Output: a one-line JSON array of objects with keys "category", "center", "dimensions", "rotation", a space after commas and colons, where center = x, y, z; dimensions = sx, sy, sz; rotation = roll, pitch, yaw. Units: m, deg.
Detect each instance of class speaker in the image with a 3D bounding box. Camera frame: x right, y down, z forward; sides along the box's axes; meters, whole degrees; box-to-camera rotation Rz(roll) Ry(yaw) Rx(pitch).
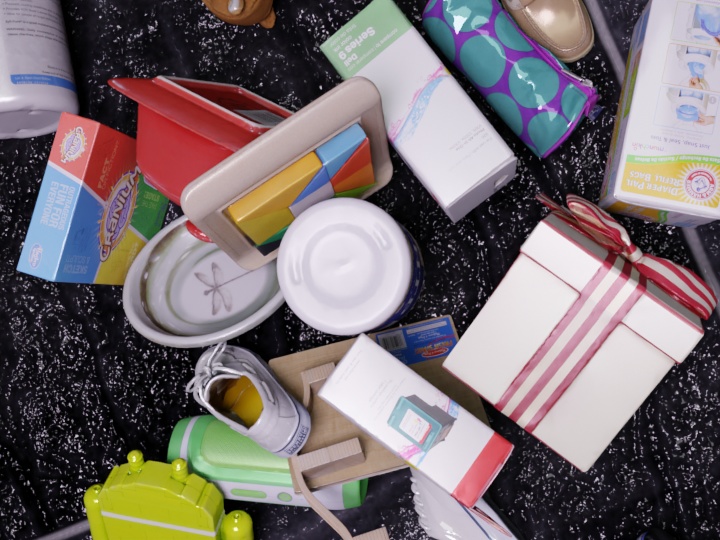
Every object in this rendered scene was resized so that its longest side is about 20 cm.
[{"category": "speaker", "center": [-0.093, 0.198, 0.894], "dimensions": [0.199, 0.088, 0.089], "rotation": [3, 88, 9]}]

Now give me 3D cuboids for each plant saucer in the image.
[{"category": "plant saucer", "center": [-0.146, 0.010, 0.899], "dimensions": [0.199, 0.050, 0.201], "rotation": [-10, 47, 11]}]

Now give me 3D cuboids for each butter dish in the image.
[{"category": "butter dish", "center": [-0.135, -0.098, 0.860], "dimensions": [0.199, 0.200, 0.148], "rotation": [28, 109, 23]}]

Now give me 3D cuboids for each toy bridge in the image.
[{"category": "toy bridge", "center": [-0.030, 0.178, 0.811], "dimensions": [0.067, 0.027, 0.200], "rotation": [-17, 54, -4]}]

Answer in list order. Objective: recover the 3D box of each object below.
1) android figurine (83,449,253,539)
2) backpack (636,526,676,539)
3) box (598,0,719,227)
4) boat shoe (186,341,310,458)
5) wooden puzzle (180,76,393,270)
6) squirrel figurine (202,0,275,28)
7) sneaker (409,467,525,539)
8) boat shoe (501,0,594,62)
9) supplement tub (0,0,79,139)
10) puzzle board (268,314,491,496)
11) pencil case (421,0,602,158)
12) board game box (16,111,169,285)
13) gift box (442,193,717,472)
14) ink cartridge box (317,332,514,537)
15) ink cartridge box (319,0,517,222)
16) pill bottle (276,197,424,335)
[{"category": "android figurine", "center": [-0.198, 0.261, 0.881], "dimensions": [0.181, 0.041, 0.201], "rotation": [6, 126, 10]}, {"category": "backpack", "center": [0.280, 0.346, 0.789], "dimensions": [0.154, 0.200, 0.191], "rotation": [-31, 80, 20]}, {"category": "box", "center": [0.304, -0.150, 0.830], "dimensions": [0.101, 0.112, 0.201], "rotation": [12, 88, 8]}, {"category": "boat shoe", "center": [-0.133, 0.116, 0.853], "dimensions": [0.075, 0.086, 0.202], "rotation": [-55, 37, -1]}, {"category": "wooden puzzle", "center": [-0.051, -0.072, 0.768], "dimensions": [0.185, 0.200, 0.037], "rotation": [-33, 74, -2]}, {"category": "squirrel figurine", "center": [-0.089, -0.347, 0.894], "dimensions": [0.199, 0.142, 0.187], "rotation": [13, 96, 12]}, {"category": "sneaker", "center": [0.083, 0.232, 0.872], "dimensions": [0.071, 0.073, 0.200], "rotation": [-41, 82, 3]}, {"category": "boat shoe", "center": [0.171, -0.303, 0.882], "dimensions": [0.071, 0.065, 0.200], "rotation": [-34, 83, 6]}, {"category": "supplement tub", "center": [-0.388, -0.256, 0.938], "dimensions": [0.131, 0.132, 0.201], "rotation": [-11, 85, 9]}, {"category": "puzzle board", "center": [0.017, 0.132, 0.866], "dimensions": [0.199, 0.017, 0.151], "rotation": [-14, 54, -4]}, {"category": "pencil case", "center": [0.151, -0.213, 0.869], "dimensions": [0.200, 0.085, 0.092], "rotation": [48, 130, 8]}, {"category": "board game box", "center": [-0.258, -0.063, 0.875], "dimensions": [0.040, 0.200, 0.154], "rotation": [17, 91, 10]}, {"category": "gift box", "center": [0.202, 0.039, 0.810], "dimensions": [0.184, 0.200, 0.187], "rotation": [35, 109, 5]}, {"category": "ink cartridge box", "center": [0.060, 0.143, 0.763], "dimensions": [0.200, 0.116, 0.067], "rotation": [37, 83, 3]}, {"category": "ink cartridge box", "center": [0.062, -0.154, 0.853], "dimensions": [0.087, 0.145, 0.200], "rotation": [-39, 83, 7]}, {"category": "pill bottle", "center": [0.000, 0.000, 0.830], "dimensions": [0.119, 0.200, 0.120], "rotation": [0, 88, 9]}]
